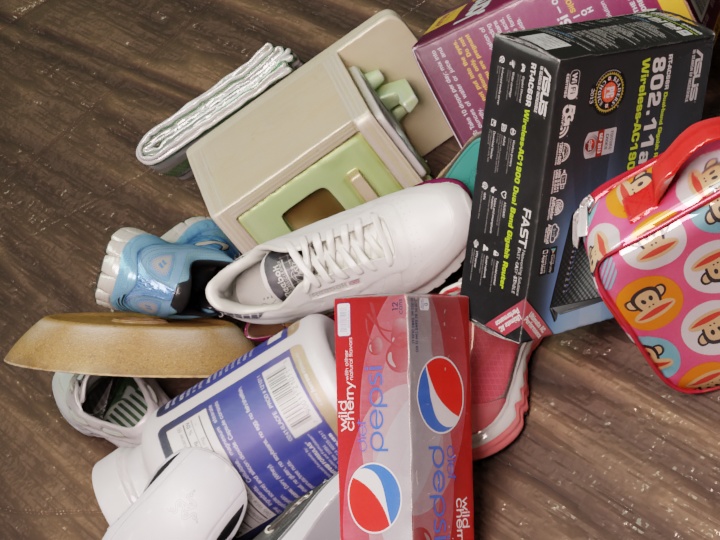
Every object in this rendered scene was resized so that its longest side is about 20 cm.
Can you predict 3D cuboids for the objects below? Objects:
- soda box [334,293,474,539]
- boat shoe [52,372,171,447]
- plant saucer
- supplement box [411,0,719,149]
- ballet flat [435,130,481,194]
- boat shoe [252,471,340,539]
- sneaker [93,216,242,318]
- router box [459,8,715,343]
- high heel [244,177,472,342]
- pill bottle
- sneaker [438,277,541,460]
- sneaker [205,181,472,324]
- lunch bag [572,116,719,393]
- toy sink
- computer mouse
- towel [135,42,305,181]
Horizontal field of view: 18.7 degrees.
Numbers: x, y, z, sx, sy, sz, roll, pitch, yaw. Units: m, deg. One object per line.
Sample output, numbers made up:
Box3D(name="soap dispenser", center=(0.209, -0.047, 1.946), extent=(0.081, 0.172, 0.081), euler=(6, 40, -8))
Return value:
Box3D(name="soda box", center=(0.029, 0.115, 1.412), extent=(0.063, 0.070, 0.200), euler=(-4, 85, 39))
Box3D(name="boat shoe", center=(-0.193, 0.095, 1.714), extent=(0.074, 0.067, 0.200), euler=(-50, 37, -14))
Box3D(name="plant saucer", center=(-0.166, 0.054, 1.640), extent=(0.200, 0.200, 0.035), euler=(5, 94, 44))
Box3D(name="supplement box", center=(0.157, -0.177, 1.627), extent=(0.200, 0.103, 0.131), euler=(-24, 12, 20))
Box3D(name="ballet flat", center=(0.071, -0.040, 1.616), extent=(0.067, 0.068, 0.200), euler=(-19, -14, -45))
Box3D(name="boat shoe", center=(-0.031, 0.178, 1.486), extent=(0.200, 0.069, 0.057), euler=(-44, 36, -2))
Box3D(name="sneaker", center=(-0.122, 0.011, 1.682), extent=(0.090, 0.200, 0.078), euler=(21, 104, 21))
Box3D(name="router box", center=(0.148, -0.063, 1.429), extent=(0.150, 0.200, 0.062), euler=(-14, 30, -40))
Box3D(name="high heel", center=(0.000, 0.000, 1.581), extent=(0.096, 0.067, 0.200), euler=(-19, -19, -45))
Box3D(name="pill bottle", center=(-0.082, 0.126, 1.543), extent=(0.200, 0.116, 0.116), euler=(-31, 37, 11))
Box3D(name="sneaker", center=(0.086, 0.031, 1.519), extent=(0.074, 0.087, 0.200), euler=(-14, 43, 30))
Box3D(name="sneaker", center=(-0.012, -0.007, 1.526), extent=(0.200, 0.080, 0.076), euler=(-23, 78, 24))
Box3D(name="lunch bag", center=(0.240, -0.027, 1.368), extent=(0.200, 0.176, 0.082), euler=(-28, 38, 15))
Box3D(name="toy sink", center=(-0.010, -0.080, 1.687), extent=(0.200, 0.130, 0.112), euler=(-34, 37, 6))
Box3D(name="computer mouse", center=(-0.152, 0.204, 1.491), extent=(0.200, 0.110, 0.044), euler=(-55, -8, 20))
Box3D(name="towel", center=(-0.101, -0.126, 1.793), extent=(0.149, 0.031, 0.200), euler=(-33, -7, 7))
